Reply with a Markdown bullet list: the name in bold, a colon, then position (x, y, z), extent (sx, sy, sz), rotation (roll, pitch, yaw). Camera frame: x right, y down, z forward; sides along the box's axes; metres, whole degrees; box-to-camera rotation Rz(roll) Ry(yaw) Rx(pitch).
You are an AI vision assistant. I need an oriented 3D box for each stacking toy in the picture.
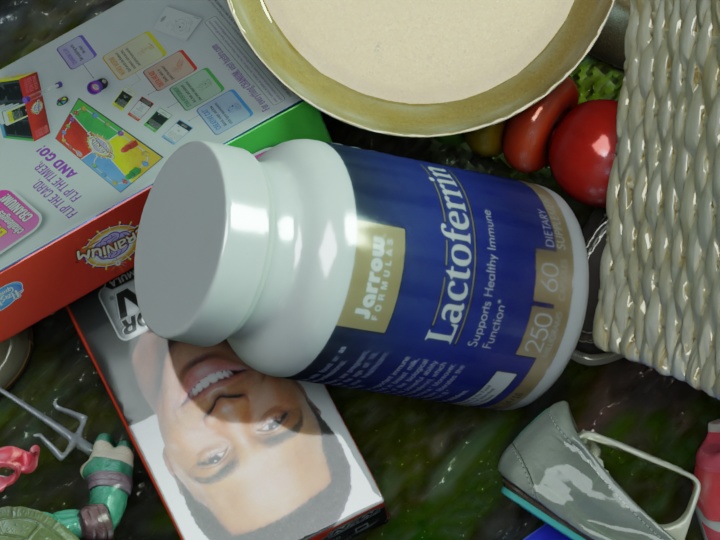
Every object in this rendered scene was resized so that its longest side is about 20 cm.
- **stacking toy**: position (0.059, -0.094, 1.353), extent (0.200, 0.085, 0.085), rotation (27, 79, 19)

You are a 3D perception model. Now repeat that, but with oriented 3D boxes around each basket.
- **basket**: position (0.219, -0.032, 1.239), extent (0.161, 0.198, 0.200), rotation (4, 96, -18)

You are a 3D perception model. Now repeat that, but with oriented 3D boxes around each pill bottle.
- **pill bottle**: position (0.000, 0.000, 1.288), extent (0.200, 0.116, 0.116), rotation (9, 73, -30)

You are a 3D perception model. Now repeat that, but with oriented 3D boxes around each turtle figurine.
- **turtle figurine**: position (-0.156, 0.160, 1.311), extent (0.150, 0.101, 0.200), rotation (-42, 88, 7)

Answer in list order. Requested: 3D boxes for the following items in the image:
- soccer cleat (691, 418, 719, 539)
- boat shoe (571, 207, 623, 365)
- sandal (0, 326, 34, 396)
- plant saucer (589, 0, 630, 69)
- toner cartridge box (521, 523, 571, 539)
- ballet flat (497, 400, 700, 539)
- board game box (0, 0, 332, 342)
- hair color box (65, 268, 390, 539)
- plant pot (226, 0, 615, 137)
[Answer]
- **soccer cleat**: position (0.263, 0.103, 1.322), extent (0.200, 0.067, 0.077), rotation (-6, 105, -3)
- **boat shoe**: position (0.168, -0.037, 1.358), extent (0.072, 0.060, 0.200), rotation (43, 82, 13)
- **sandal**: position (-0.254, 0.076, 1.360), extent (0.200, 0.054, 0.080), rotation (-40, 76, -7)
- **plant saucer**: position (0.174, -0.199, 1.415), extent (0.200, 0.032, 0.200), rotation (-1, 76, 3)
- **toner cartridge box**: position (0.063, 0.196, 1.253), extent (0.095, 0.043, 0.200), rotation (48, 43, 13)
- **ballet flat**: position (0.157, 0.136, 1.281), extent (0.200, 0.067, 0.064), rotation (38, 88, 3)
- **board game box**: position (-0.134, -0.062, 1.350), extent (0.200, 0.040, 0.153), rotation (-30, 42, -8)
- **hair color box**: position (-0.074, 0.056, 1.350), extent (0.101, 0.061, 0.200), rotation (-28, 76, -5)
- **plant pot**: position (0.029, -0.163, 1.301), extent (0.200, 0.027, 0.200), rotation (0, 87, -3)
